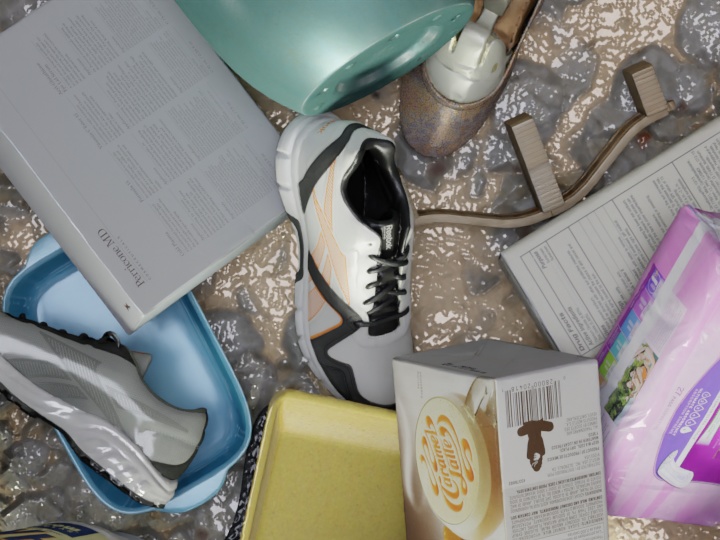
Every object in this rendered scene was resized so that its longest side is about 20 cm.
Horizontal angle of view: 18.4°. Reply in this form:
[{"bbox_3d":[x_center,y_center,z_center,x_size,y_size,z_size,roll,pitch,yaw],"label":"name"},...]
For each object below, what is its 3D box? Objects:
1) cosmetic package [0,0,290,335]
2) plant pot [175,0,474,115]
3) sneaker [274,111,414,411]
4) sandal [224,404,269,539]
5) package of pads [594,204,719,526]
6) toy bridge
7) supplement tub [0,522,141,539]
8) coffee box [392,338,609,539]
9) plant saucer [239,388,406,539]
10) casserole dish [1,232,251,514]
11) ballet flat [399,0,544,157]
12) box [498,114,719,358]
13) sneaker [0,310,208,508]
[{"bbox_3d":[-0.146,-0.084,1.413,0.150,0.052,0.200,-36,87,-26],"label":"cosmetic package"},{"bbox_3d":[-0.022,-0.194,1.357,0.200,0.201,0.162,-31,83,1],"label":"plant pot"},{"bbox_3d":[0.000,0.000,1.394,0.073,0.080,0.201,-24,109,-32],"label":"sneaker"},{"bbox_3d":[-0.060,0.184,1.436,0.075,0.048,0.202,18,77,4],"label":"sandal"},{"bbox_3d":[0.210,0.059,1.353,0.120,0.076,0.201,9,122,-30],"label":"package of pads"},{"bbox_3d":[0.113,-0.068,1.433,0.199,0.027,0.068,-23,104,-3],"label":"toy bridge"},{"bbox_3d":[-0.201,0.228,1.327,0.144,0.200,0.146,0,90,26],"label":"supplement tub"},{"bbox_3d":[0.087,0.151,1.347,0.079,0.114,0.202,-9,100,-30],"label":"coffee box"},{"bbox_3d":[0.002,0.186,1.396,0.199,0.048,0.201,13,88,-28],"label":"plant saucer"},{"bbox_3d":[-0.150,0.063,1.443,0.121,0.039,0.201,-29,88,1],"label":"casserole dish"},{"bbox_3d":[0.081,-0.167,1.424,0.068,0.067,0.201,26,90,1],"label":"ballet flat"},{"bbox_3d":[0.193,-0.023,1.409,0.199,0.078,0.095,-30,88,1],"label":"box"},{"bbox_3d":[-0.184,0.063,1.396,0.200,0.074,0.080,38,82,-3],"label":"sneaker"}]
